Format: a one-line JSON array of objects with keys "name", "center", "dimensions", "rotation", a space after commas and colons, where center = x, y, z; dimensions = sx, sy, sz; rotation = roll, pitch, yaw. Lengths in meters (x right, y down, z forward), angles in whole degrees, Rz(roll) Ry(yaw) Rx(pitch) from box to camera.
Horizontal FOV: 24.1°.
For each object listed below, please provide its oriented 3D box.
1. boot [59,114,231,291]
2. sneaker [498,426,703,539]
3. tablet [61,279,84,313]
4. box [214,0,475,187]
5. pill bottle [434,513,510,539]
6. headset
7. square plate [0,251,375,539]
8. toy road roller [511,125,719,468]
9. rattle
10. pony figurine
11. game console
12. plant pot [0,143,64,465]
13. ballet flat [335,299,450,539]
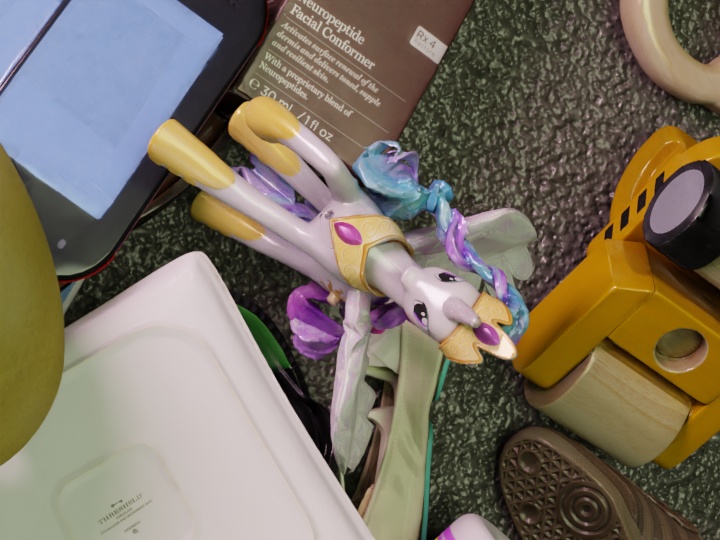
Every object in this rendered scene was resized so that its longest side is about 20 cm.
[{"name": "boot", "center": [-0.183, -0.097, 0.883], "dimensions": [0.186, 0.064, 0.201], "rotation": [-41, 95, -34]}, {"name": "sneaker", "center": [0.164, 0.168, 1.036], "dimensions": [0.200, 0.070, 0.076], "rotation": [48, 30, -2]}, {"name": "tablet", "center": [-0.230, 0.032, 0.855], "dimensions": [0.130, 0.014, 0.201], "rotation": [36, 59, -17]}, {"name": "box", "center": [0.004, -0.155, 0.950], "dimensions": [0.100, 0.075, 0.201], "rotation": [32, 78, -20]}, {"name": "pill bottle", "center": [0.024, 0.238, 0.938], "dimensions": [0.200, 0.104, 0.104], "rotation": [-44, 107, 3]}, {"name": "headset", "center": [-0.048, 0.104, 0.902], "dimensions": [0.123, 0.093, 0.202], "rotation": [-20, 90, -59]}, {"name": "square plate", "center": [-0.112, 0.119, 0.823], "dimensions": [0.199, 0.028, 0.199], "rotation": [-30, 84, -13]}, {"name": "toy road roller", "center": [0.188, 0.005, 1.022], "dimensions": [0.122, 0.146, 0.200], "rotation": [33, 117, -20]}, {"name": "rattle", "center": [0.208, -0.181, 1.002], "dimensions": [0.130, 0.143, 0.200], "rotation": [-43, 114, 3]}, {"name": "pony figurine", "center": [0.000, 0.000, 0.855], "dimensions": [0.199, 0.193, 0.167], "rotation": [36, 81, 13]}, {"name": "game console", "center": [-0.158, -0.113, 0.843], "dimensions": [0.176, 0.031, 0.201], "rotation": [37, 72, -13]}, {"name": "plant pot", "center": [-0.211, 0.024, 0.747], "dimensions": [0.201, 0.199, 0.142], "rotation": [-58, 146, -11]}, {"name": "ballet flat", "center": [0.018, 0.075, 0.970], "dimensions": [0.069, 0.069, 0.202], "rotation": [10, 88, -22]}]
